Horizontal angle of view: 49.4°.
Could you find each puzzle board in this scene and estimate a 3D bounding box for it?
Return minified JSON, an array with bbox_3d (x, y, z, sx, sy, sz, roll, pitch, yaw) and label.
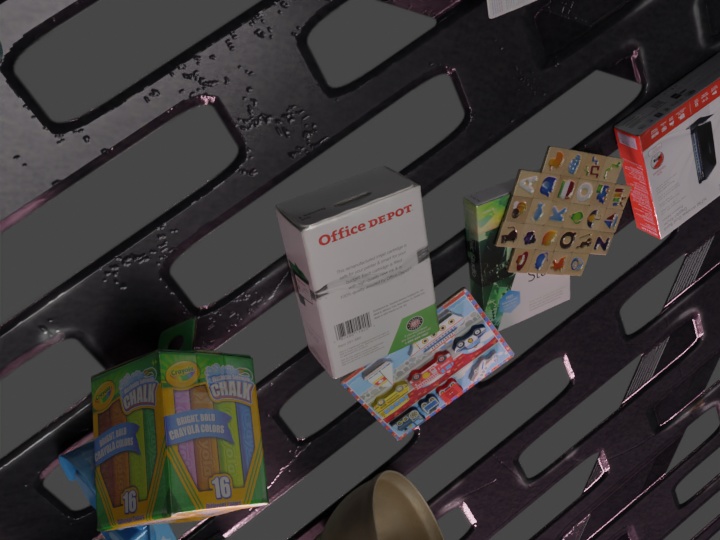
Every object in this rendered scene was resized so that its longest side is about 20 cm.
[{"bbox_3d":[0.092,0.129,1.026,0.200,0.017,0.151,-38,127,4],"label":"puzzle board"}]

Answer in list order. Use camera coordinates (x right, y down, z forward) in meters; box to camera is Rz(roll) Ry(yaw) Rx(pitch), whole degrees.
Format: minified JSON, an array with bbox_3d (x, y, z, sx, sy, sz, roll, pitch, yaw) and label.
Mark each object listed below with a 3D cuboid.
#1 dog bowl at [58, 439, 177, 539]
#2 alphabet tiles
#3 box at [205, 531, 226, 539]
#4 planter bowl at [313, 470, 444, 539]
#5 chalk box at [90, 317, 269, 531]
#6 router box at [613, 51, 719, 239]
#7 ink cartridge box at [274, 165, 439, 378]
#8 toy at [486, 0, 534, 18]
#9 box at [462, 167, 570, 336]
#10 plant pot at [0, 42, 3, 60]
[{"bbox_3d":[-0.259,0.265,0.864,0.050,0.111,0.200,-37,128,-32],"label":"dog bowl"},{"bbox_3d":[0.264,-0.072,1.008,0.200,0.006,0.167,3,112,-31],"label":"alphabet tiles"},{"bbox_3d":[-0.200,0.464,0.936,0.192,0.200,0.122,-29,125,-15],"label":"box"},{"bbox_3d":[0.017,0.386,1.043,0.135,0.200,0.200,-28,129,19],"label":"planter bowl"},{"bbox_3d":[-0.187,0.149,0.796,0.124,0.200,0.124,-24,157,36],"label":"chalk box"},{"bbox_3d":[0.457,-0.172,1.082,0.200,0.049,0.180,-35,126,-10],"label":"router box"},{"bbox_3d":[0.000,0.000,0.888,0.146,0.084,0.200,-22,122,-19],"label":"ink cartridge box"},{"bbox_3d":[0.196,-0.360,0.844,0.200,0.047,0.115,-26,121,-20],"label":"toy"},{"bbox_3d":[0.208,-0.025,1.024,0.144,0.036,0.200,-22,122,-19],"label":"box"},{"bbox_3d":[-0.390,-0.178,0.524,0.196,0.200,0.200,-33,126,-2],"label":"plant pot"}]
